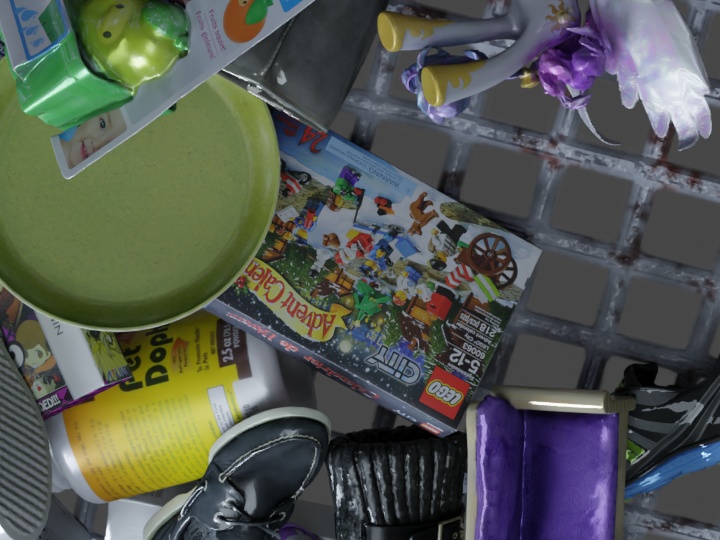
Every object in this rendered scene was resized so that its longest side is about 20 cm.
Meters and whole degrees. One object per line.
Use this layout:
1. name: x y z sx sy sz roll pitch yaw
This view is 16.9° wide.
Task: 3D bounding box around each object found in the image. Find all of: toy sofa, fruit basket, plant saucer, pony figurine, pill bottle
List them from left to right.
1. plant saucer: -0.149 -0.060 1.497 0.200 0.031 0.200 0 83 -1
2. fruit basket: -0.127 -0.178 1.408 0.200 0.185 0.094 -37 147 29
3. pill bottle: -0.137 0.090 1.610 0.200 0.109 0.109 -15 112 12
4. toy sofa: 0.121 0.175 1.553 0.083 0.098 0.200 2 89 26
5. pony figurine: 0.114 -0.157 1.445 0.200 0.166 0.193 -16 99 -24

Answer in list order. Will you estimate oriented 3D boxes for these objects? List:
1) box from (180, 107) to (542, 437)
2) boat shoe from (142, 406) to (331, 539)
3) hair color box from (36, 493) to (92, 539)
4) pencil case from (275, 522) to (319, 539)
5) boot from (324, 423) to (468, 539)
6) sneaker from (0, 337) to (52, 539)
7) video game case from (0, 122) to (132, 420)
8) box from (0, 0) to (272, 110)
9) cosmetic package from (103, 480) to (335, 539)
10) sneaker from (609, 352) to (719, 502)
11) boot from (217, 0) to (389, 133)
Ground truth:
1. box: 0.000 0.000 1.553 0.200 0.038 0.137 29 72 -7
2. boat shoe: -0.080 0.159 1.563 0.074 0.066 0.199 22 136 -31
3. hair color box: -0.253 0.203 1.622 0.064 0.200 0.111 -32 108 19
4. pencil case: -0.092 0.258 1.639 0.084 0.085 0.200 43 110 2
5. boot: 0.058 0.180 1.622 0.079 0.211 0.158 -3 88 38
6. sneaker: -0.258 0.088 1.523 0.082 0.074 0.200 -31 73 35
7. video game case: -0.260 0.024 1.571 0.200 0.036 0.182 -25 85 32
8. box: -0.161 -0.133 1.548 0.200 0.044 0.160 37 112 -10
9. cosmetic package: -0.085 0.230 1.699 0.200 0.052 0.151 11 113 0
10. sneaker: 0.183 0.107 1.618 0.199 0.071 0.083 -26 85 20
11. boot: -0.043 -0.209 1.456 0.182 0.073 0.200 34 95 -10
